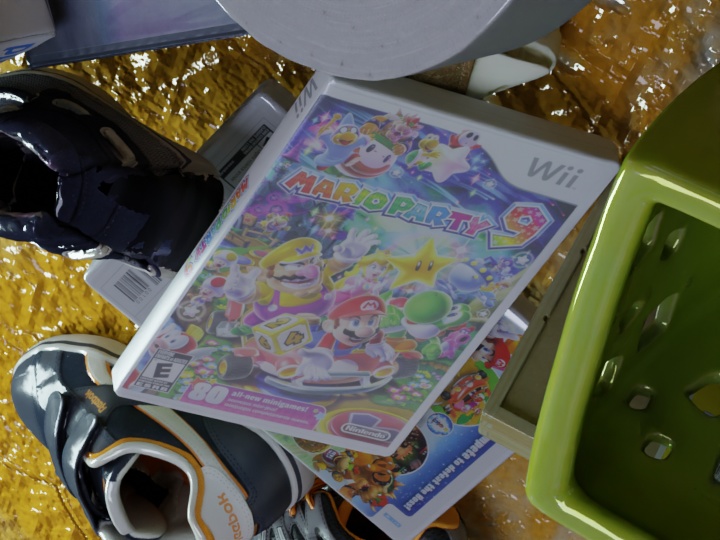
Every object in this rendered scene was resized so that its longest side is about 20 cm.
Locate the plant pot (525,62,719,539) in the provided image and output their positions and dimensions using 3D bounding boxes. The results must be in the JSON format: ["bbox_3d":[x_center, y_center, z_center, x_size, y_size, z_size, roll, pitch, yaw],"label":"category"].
[{"bbox_3d":[0.197,0.014,1.051,0.199,0.182,0.199,26,139,12],"label":"plant pot"}]

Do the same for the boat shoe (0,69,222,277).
[{"bbox_3d":[-0.151,-0.053,1.249,0.092,0.075,0.200,13,-175,-40],"label":"boat shoe"}]

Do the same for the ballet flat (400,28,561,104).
[{"bbox_3d":[0.056,-0.118,1.130,0.072,0.068,0.200,18,135,-6],"label":"ballet flat"}]

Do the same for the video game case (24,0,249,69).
[{"bbox_3d":[-0.078,-0.165,1.164,0.199,0.019,0.144,-5,101,39],"label":"video game case"}]

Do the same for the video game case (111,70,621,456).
[{"bbox_3d":[0.000,0.000,1.195,0.143,0.018,0.200,15,131,-27],"label":"video game case"}]

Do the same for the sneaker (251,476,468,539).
[{"bbox_3d":[-0.023,0.137,1.415,0.199,0.078,0.078,12,112,28],"label":"sneaker"}]

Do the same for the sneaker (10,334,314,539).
[{"bbox_3d":[-0.121,0.089,1.406,0.199,0.079,0.079,14,132,41],"label":"sneaker"}]

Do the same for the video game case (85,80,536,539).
[{"bbox_3d":[-0.010,0.023,1.286,0.200,0.018,0.143,41,123,-9],"label":"video game case"}]

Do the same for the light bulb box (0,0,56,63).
[{"bbox_3d":[-0.276,-0.120,1.210,0.198,0.199,0.125,-15,91,50],"label":"light bulb box"}]

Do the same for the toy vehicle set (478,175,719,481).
[{"bbox_3d":[0.164,0.057,1.158,0.199,0.125,0.027,28,159,11],"label":"toy vehicle set"}]

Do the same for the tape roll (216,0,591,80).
[{"bbox_3d":[0.012,-0.174,1.035,0.200,0.066,0.201,12,110,36],"label":"tape roll"}]
